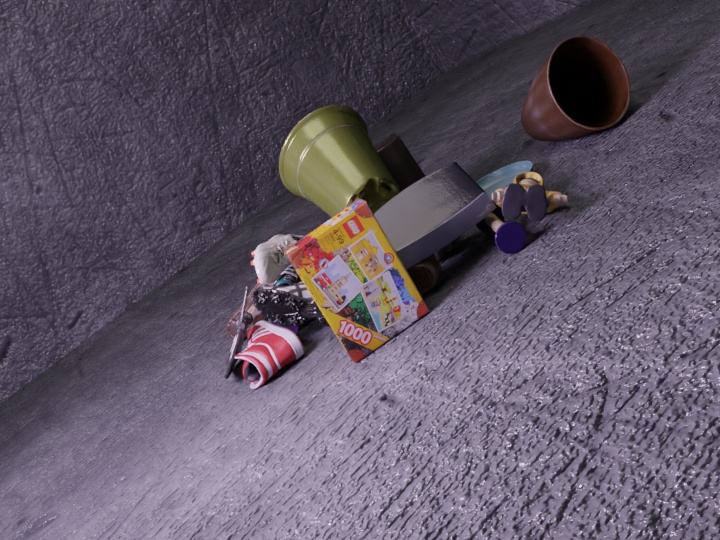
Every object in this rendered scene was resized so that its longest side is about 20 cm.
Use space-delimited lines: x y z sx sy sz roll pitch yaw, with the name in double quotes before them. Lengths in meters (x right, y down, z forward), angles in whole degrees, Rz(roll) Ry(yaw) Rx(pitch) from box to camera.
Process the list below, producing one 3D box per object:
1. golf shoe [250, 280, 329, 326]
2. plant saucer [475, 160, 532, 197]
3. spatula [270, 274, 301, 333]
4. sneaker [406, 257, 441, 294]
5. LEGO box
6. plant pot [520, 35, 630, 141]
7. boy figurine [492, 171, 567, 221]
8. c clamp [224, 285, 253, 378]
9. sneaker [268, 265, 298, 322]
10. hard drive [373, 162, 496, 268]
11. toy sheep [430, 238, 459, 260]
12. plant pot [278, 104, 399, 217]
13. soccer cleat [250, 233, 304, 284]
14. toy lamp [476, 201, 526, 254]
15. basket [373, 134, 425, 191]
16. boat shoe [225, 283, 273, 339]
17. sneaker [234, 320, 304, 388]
"golf shoe" -0.102 0.051 1.451 0.195 0.079 0.095 6 37 10
"plant saucer" 0.259 -0.154 1.561 0.198 0.028 0.201 -32 15 9
"spatula" -0.119 0.024 1.499 0.021 0.055 0.204 101 -174 -71
"sneaker" 0.052 0.031 1.349 0.196 0.072 0.075 -17 8 25
"LEGO box" -0.006 0.015 1.230 0.147 0.202 0.077 -33 14 -4
"plant pot" 0.413 -0.342 1.595 0.186 0.188 0.200 -37 1 -20
"boy figurine" 0.281 -0.122 1.293 0.121 0.066 0.200 5 15 16
"c clamp" -0.229 0.123 1.505 0.200 0.026 0.175 146 138 -82
"sneaker" -0.132 0.023 1.556 0.080 0.070 0.204 100 -174 -64
"hard drive" 0.114 -0.097 1.320 0.198 0.043 0.136 -33 49 -4
"toy sheep" 0.121 -0.080 1.419 0.198 0.139 0.138 -32 14 -1
"plant pot" -0.023 -0.170 1.455 0.198 0.201 0.190 -34 52 -9
"soccer cleat" -0.154 -0.031 1.490 0.076 0.071 0.200 -14 17 12
"toy lamp" 0.231 -0.078 1.320 0.058 0.059 0.200 -31 17 4
"basket" 0.081 -0.168 1.638 0.135 0.202 0.179 -37 16 -21
"boat shoe" -0.214 0.070 1.725 0.201 0.075 0.075 -39 -3 14
"sneaker" -0.190 0.153 1.436 0.112 0.072 0.199 -36 16 -25
